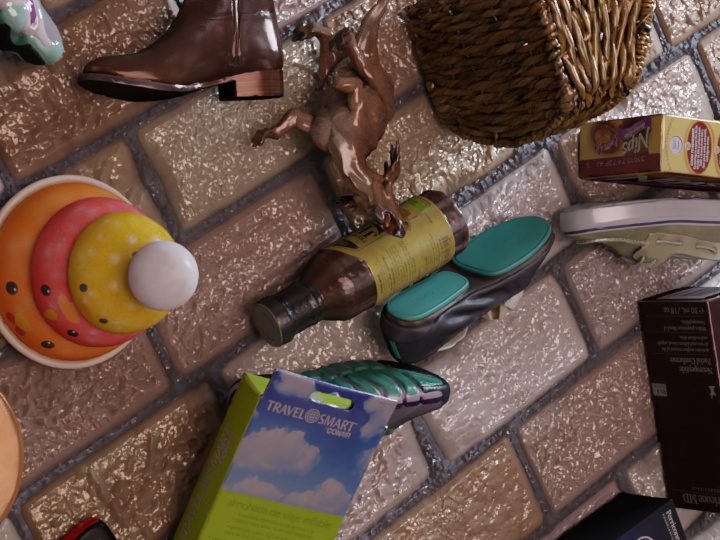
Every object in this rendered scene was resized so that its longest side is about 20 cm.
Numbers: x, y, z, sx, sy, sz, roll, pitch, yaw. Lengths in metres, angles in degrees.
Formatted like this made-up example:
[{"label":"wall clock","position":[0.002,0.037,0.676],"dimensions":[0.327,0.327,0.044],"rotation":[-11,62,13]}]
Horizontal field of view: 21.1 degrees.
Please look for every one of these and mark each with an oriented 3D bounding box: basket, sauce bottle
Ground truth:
[{"label":"basket","position":[0.160,-0.191,1.616],"dimensions":[0.148,0.199,0.144],"rotation":[-26,102,-30]},{"label":"sauce bottle","position":[0.000,0.000,1.592],"dimensions":[0.199,0.064,0.065],"rotation":[-30,105,-30]}]

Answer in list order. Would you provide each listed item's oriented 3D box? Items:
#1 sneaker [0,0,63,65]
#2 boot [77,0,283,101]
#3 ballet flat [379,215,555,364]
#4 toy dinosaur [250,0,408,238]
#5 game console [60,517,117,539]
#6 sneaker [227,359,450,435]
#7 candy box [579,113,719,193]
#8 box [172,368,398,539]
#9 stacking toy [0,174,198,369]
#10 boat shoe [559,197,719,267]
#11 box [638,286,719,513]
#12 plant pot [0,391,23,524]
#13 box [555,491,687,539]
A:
[{"label":"sneaker","position":[-0.262,-0.261,1.423],"dimensions":[0.200,0.077,0.140],"rotation":[48,67,-23]},{"label":"boot","position":[-0.142,-0.235,1.510],"dimensions":[0.185,0.064,0.202],"rotation":[-3,90,-37]},{"label":"ballet flat","position":[0.092,0.021,1.656],"dimensions":[0.199,0.073,0.074],"rotation":[-32,106,-35]},{"label":"toy dinosaur","position":[0.000,-0.127,1.587],"dimensions":[0.135,0.085,0.202],"rotation":[35,58,-34]},{"label":"game console","position":[-0.212,0.319,1.479],"dimensions":[0.177,0.031,0.201],"rotation":[-44,112,-30]},{"label":"sneaker","position":[-0.020,0.127,1.588],"dimensions":[0.198,0.074,0.088],"rotation":[-3,110,-26]},{"label":"candy box","position":[0.312,-0.104,1.762],"dimensions":[0.198,0.116,0.057],"rotation":[2,88,-33]},{"label":"box","position":[-0.064,0.169,1.516],"dimensions":[0.121,0.048,0.201],"rotation":[16,106,-31]},{"label":"stacking toy","position":[-0.178,-0.001,1.400],"dimensions":[0.145,0.199,0.148],"rotation":[1,88,-32]},{"label":"boat shoe","position":[0.265,-0.034,1.758],"dimensions":[0.198,0.072,0.063],"rotation":[-3,92,-34]},{"label":"box","position":[0.325,0.118,1.778],"dimensions":[0.074,0.100,0.202],"rotation":[-14,96,-31]},{"label":"plant pot","position":[-0.322,0.127,1.343],"dimensions":[0.198,0.140,0.202],"rotation":[1,88,-33]},{"label":"box","position":[0.244,0.323,1.737],"dimensions":[0.141,0.079,0.202],"rotation":[-31,105,-32]}]
